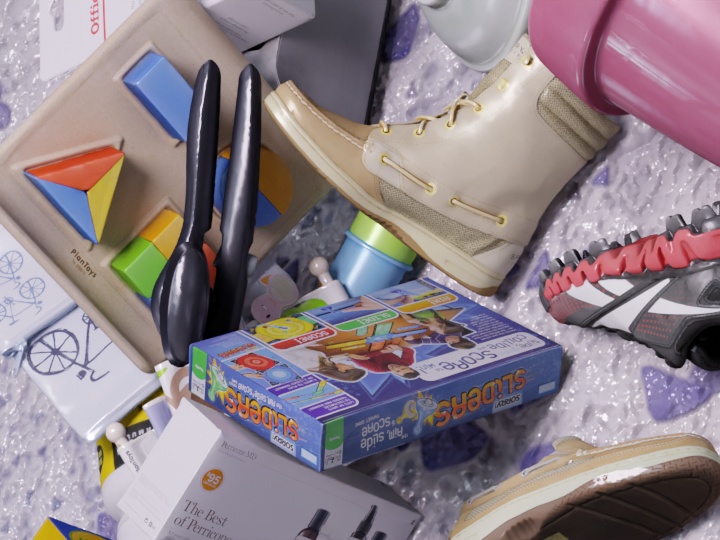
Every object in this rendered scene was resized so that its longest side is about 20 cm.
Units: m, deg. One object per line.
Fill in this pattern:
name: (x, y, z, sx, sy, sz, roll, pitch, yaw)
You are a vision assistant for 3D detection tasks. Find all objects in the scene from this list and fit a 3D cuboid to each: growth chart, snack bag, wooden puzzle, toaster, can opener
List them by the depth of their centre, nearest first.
can opener: (-0.091, -0.035, 1.630, 0.079, 0.063, 0.201, 178, 103, -72)
wooden puzzle: (-0.126, -0.060, 1.663, 0.200, 0.185, 0.046, -48, 24, -14)
growth chart: (-0.068, 0.094, 1.677, 0.200, 0.018, 0.145, -37, 85, -13)
snack bag: (-0.172, 0.004, 1.744, 0.188, 0.021, 0.200, -38, 60, -9)
toaster: (-0.073, -0.180, 1.831, 0.180, 0.119, 0.201, -2, 70, 40)

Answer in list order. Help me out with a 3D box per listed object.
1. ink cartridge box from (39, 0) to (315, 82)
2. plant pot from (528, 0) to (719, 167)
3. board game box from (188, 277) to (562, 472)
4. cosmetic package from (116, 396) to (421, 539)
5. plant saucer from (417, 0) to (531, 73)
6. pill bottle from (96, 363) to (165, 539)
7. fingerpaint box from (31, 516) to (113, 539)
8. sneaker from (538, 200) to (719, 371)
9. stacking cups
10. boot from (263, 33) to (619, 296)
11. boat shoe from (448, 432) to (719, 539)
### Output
ink cartridge box: (-0.130, -0.200, 1.758, 0.199, 0.068, 0.117, -20, 60, 33)
plant pot: (0.230, -0.145, 1.512, 0.200, 0.200, 0.179, -50, 62, 13)
board game box: (0.010, 0.062, 1.603, 0.135, 0.199, 0.035, 28, 123, 45)
cosmetic package: (-0.054, 0.152, 1.610, 0.051, 0.200, 0.083, 34, 95, 45)
plant saucer: (0.064, -0.232, 1.708, 0.200, 0.050, 0.201, 174, 90, -70)
pill bottle: (-0.126, 0.112, 1.752, 0.114, 0.114, 0.201, -29, 55, 29)
fingerpaint box: (-0.110, 0.251, 1.616, 0.073, 0.200, 0.167, -56, 45, 6)
sneaker: (0.183, 0.019, 1.545, 0.200, 0.071, 0.098, -18, 90, 54)
stacking cups: (0.000, 0.000, 1.731, 0.060, 0.060, 0.200, 39, 100, 44)
boot: (0.053, -0.098, 1.645, 0.156, 0.200, 0.073, -51, 11, 9)
boat shoe: (0.133, 0.131, 1.553, 0.199, 0.072, 0.076, -24, 41, 30)
